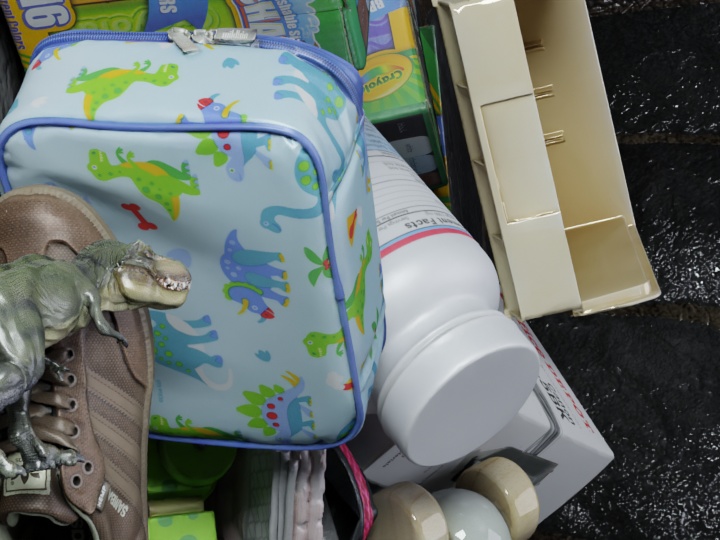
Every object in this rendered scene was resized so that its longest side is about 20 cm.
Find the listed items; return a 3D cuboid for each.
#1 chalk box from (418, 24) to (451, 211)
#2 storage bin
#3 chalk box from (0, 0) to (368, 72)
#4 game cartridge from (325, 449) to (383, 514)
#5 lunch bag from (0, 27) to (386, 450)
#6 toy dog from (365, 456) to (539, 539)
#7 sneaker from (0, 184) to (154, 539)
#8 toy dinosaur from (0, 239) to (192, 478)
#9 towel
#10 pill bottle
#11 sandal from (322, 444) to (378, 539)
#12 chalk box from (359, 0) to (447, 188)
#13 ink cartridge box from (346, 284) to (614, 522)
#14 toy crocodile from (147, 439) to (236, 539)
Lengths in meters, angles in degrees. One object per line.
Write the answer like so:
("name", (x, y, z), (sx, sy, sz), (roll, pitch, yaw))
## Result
("chalk box", (-0.009, -0.049, 1.519), (0.125, 0.123, 0.201), (136, -51, -77))
("storage bin", (0.108, -0.090, 1.363), (0.199, 0.093, 0.201), (-85, 162, -76))
("chalk box", (-0.060, -0.167, 1.027), (0.124, 0.199, 0.125), (75, 12, -47))
("game cartridge", (-0.014, 0.117, 1.437), (0.042, 0.133, 0.200), (54, 17, -27))
("lunch bag", (-0.074, -0.013, 1.016), (0.083, 0.160, 0.201), (-75, 162, -46))
("toy dog", (0.044, 0.190, 1.251), (0.096, 0.131, 0.200), (53, -22, 28))
("sneaker", (-0.122, 0.067, 0.942), (0.076, 0.070, 0.201), (-57, 140, -74))
("toy dinosaur", (-0.134, 0.034, 0.864), (0.200, 0.047, 0.089), (-5, 86, -60))
("towel", (-0.058, 0.126, 1.192), (0.191, 0.032, 0.201), (-121, -149, -60))
("pill bottle", (0.000, 0.000, 1.154), (0.200, 0.109, 0.109), (51, -11, 30))
("sandal", (-0.022, 0.106, 1.199), (0.075, 0.045, 0.201), (104, -24, -47))
("chalk box", (-0.021, -0.109, 1.362), (0.125, 0.123, 0.201), (68, 11, -69))
("ink cartridge box", (0.042, 0.058, 1.310), (0.200, 0.083, 0.147), (27, 26, -56))
("toy crocodile", (-0.094, 0.132, 1.149), (0.068, 0.061, 0.201), (136, -51, -69))
